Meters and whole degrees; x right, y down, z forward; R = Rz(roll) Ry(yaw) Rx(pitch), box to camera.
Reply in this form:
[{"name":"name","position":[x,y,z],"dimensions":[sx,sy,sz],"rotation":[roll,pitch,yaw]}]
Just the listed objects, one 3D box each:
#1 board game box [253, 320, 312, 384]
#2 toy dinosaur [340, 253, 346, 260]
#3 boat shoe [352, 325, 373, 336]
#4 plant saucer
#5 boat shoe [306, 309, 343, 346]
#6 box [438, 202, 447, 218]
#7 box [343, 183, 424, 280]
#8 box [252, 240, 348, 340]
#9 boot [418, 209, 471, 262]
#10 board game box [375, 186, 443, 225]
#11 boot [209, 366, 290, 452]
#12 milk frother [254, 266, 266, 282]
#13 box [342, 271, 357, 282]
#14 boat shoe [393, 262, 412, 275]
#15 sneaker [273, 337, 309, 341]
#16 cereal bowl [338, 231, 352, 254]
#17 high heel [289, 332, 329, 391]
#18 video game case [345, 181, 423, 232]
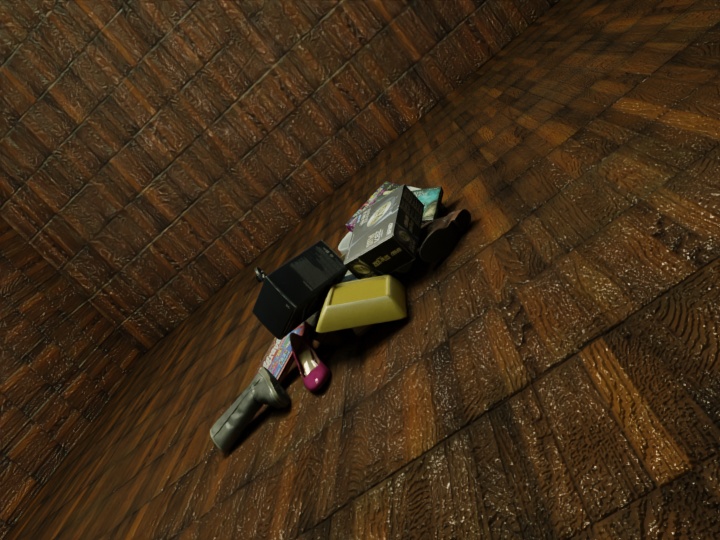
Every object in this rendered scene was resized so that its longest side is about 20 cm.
[{"name":"board game box","position":[-0.196,0.206,1.491],"dimensions":[0.103,0.019,0.202],"rotation":[31,92,54]},{"name":"toy dinosaur","position":[-0.012,-0.040,1.711],"dimensions":[0.200,0.100,0.059],"rotation":[-46,52,27]},{"name":"boat shoe","position":[0.000,0.084,1.429],"dimensions":[0.073,0.063,0.200],"rotation":[-39,15,11]},{"name":"plant saucer","position":[0.001,0.064,1.329],"dimensions":[0.197,0.049,0.200],"rotation":[-10,17,6]},{"name":"boat shoe","position":[-0.093,0.149,1.488],"dimensions":[0.073,0.067,0.200],"rotation":[-59,16,4]},{"name":"box","position":[0.144,-0.121,1.698],"dimensions":[0.200,0.036,0.144],"rotation":[-45,15,-4]},{"name":"box","position":[0.060,-0.087,1.444],"dimensions":[0.163,0.086,0.201],"rotation":[-29,31,36]},{"name":"box","position":[-0.143,0.045,1.420],"dimensions":[0.199,0.104,0.149],"rotation":[-36,-15,-42]},{"name":"boot","position":[0.160,-0.071,1.462],"dimensions":[0.186,0.065,0.199],"rotation":[-40,13,-27]},{"name":"board game box","position":[0.124,-0.167,1.648],"dimensions":[0.197,0.028,0.136],"rotation":[-6,45,26]},{"name":"boot","position":[-0.262,0.336,1.383],"dimensions":[0.200,0.073,0.182],"rotation":[-45,21,-8]},{"name":"milk frother","position":[-0.191,0.024,1.795],"dimensions":[0.188,0.201,0.180],"rotation":[-46,34,-17]},{"name":"box","position":[0.000,0.000,1.596],"dimensions":[0.135,0.038,0.200],"rotation":[-21,10,11]},{"name":"boat shoe","position":[0.084,-0.036,1.546],"dimensions":[0.200,0.073,0.067],"rotation":[-113,31,-51]},{"name":"sneaker","position":[-0.159,0.156,1.604],"dimensions":[0.130,0.079,0.199],"rotation":[-56,8,-19]},{"name":"cereal bowl","position":[0.029,-0.101,1.843],"dimensions":[0.199,0.083,0.200],"rotation":[-39,15,13]},{"name":"high heel","position":[-0.127,0.206,1.347],"dimensions":[0.067,0.096,0.200],"rotation":[-42,14,-4]},{"name":"video game case","position":[0.080,-0.172,1.732],"dimensions":[0.180,0.036,0.200],"rotation":[20,60,44]}]
